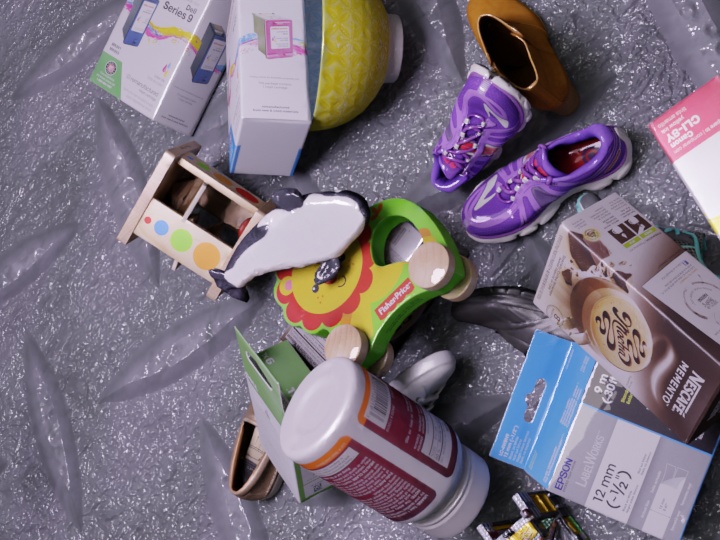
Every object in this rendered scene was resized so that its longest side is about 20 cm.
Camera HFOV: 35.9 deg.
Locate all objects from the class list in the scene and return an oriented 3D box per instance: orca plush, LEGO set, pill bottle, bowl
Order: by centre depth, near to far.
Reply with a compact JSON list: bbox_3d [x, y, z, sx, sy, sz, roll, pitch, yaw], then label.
[{"bbox_3d":[0.028,0.181,1.111,0.114,0.200,0.115,-40,29,27],"label":"pill bottle"},{"bbox_3d":[0.156,0.314,1.118,0.200,0.116,0.154,-37,66,21],"label":"LEGO set"},{"bbox_3d":[-0.064,-0.032,1.180,0.105,0.071,0.200,45,120,-2],"label":"orca plush"},{"bbox_3d":[-0.010,-0.262,1.302,0.107,0.200,0.202,1,80,-12],"label":"bowl"}]

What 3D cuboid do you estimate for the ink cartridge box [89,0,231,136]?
[{"bbox_3d":[-0.251,-0.305,1.480,0.145,0.087,0.201,33,98,31],"label":"ink cartridge box"}]

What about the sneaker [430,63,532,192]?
[{"bbox_3d":[0.120,-0.139,1.174,0.080,0.200,0.084,36,67,10],"label":"sneaker"}]

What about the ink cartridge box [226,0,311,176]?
[{"bbox_3d":[-0.114,-0.234,1.331,0.084,0.145,0.201,2,68,-12],"label":"ink cartridge box"}]

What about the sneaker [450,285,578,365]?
[{"bbox_3d":[0.184,0.062,1.171,0.199,0.076,0.091,5,91,33],"label":"sneaker"}]

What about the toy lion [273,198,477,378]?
[{"bbox_3d":[0.000,0.000,1.170,0.200,0.069,0.192,-44,55,18],"label":"toy lion"}]

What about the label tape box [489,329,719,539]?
[{"bbox_3d":[0.240,0.160,1.089,0.199,0.066,0.144,21,94,10],"label":"label tape box"}]

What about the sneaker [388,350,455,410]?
[{"bbox_3d":[0.052,0.174,1.236,0.200,0.073,0.085,-50,64,28],"label":"sneaker"}]

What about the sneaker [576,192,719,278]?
[{"bbox_3d":[0.302,-0.015,1.118,0.091,0.078,0.200,-44,71,8],"label":"sneaker"}]

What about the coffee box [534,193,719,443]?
[{"bbox_3d":[0.264,0.042,1.015,0.200,0.080,0.113,45,146,28],"label":"coffee box"}]

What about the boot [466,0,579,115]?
[{"bbox_3d":[0.156,-0.254,1.194,0.071,0.144,0.202,-42,64,17],"label":"boot"}]

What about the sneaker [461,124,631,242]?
[{"bbox_3d":[0.186,-0.102,1.178,0.199,0.083,0.081,-32,67,24],"label":"sneaker"}]

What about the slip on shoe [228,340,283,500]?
[{"bbox_3d":[-0.110,0.178,1.333,0.076,0.060,0.201,22,94,32],"label":"slip on shoe"}]

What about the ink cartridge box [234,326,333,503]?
[{"bbox_3d":[-0.076,0.148,1.210,0.059,0.201,0.104,-24,45,-18],"label":"ink cartridge box"}]

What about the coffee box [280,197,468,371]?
[{"bbox_3d":[0.016,0.030,1.251,0.080,0.113,0.200,43,105,29],"label":"coffee box"}]

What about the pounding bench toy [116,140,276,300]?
[{"bbox_3d":[-0.180,-0.066,1.386,0.156,0.200,0.125,33,103,-1],"label":"pounding bench toy"}]

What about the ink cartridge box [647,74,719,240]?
[{"bbox_3d":[0.369,-0.065,1.034,0.083,0.145,0.201,-35,66,22],"label":"ink cartridge box"}]
